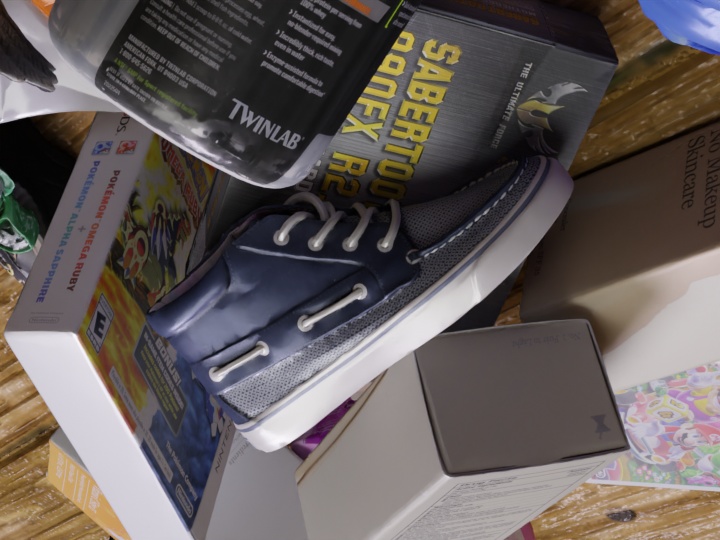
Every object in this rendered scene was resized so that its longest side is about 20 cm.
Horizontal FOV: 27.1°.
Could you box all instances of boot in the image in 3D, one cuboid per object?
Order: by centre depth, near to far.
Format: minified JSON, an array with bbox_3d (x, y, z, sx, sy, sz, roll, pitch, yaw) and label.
[{"bbox_3d":[-0.003,-0.006,0.690,0.200,0.073,0.090,-40,103,10],"label":"boot"},{"bbox_3d":[-0.233,-0.024,0.887,0.150,0.073,0.200,-19,126,34],"label":"boot"}]

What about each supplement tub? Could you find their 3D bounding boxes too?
[{"bbox_3d":[-0.022,-0.144,0.575,0.122,0.123,0.200,30,101,-19],"label":"supplement tub"}]

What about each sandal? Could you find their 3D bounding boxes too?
[{"bbox_3d":[-0.146,-0.120,0.752,0.205,0.059,0.080,-6,114,10],"label":"sandal"}]

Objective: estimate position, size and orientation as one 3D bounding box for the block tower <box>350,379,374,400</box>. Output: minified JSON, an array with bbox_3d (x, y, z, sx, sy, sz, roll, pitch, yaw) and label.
[{"bbox_3d":[0.000,0.000,0.853,0.054,0.058,0.200,-1,140,20],"label":"block tower"}]

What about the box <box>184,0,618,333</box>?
[{"bbox_3d":[0.012,-0.048,0.731,0.158,0.048,0.201,13,125,-14],"label":"box"}]

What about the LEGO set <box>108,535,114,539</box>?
[{"bbox_3d":[-0.109,0.222,1.059,0.115,0.200,0.154,-21,116,27],"label":"LEGO set"}]

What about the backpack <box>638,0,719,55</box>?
[{"bbox_3d":[0.195,-0.130,0.546,0.199,0.163,0.168,15,145,-2],"label":"backpack"}]

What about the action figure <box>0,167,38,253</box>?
[{"bbox_3d":[-0.251,-0.046,0.754,0.199,0.055,0.118,16,147,-36],"label":"action figure"}]

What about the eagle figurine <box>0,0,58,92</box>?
[{"bbox_3d":[-0.194,-0.165,0.655,0.199,0.153,0.151,12,-173,29],"label":"eagle figurine"}]

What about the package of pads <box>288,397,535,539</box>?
[{"bbox_3d":[0.037,0.144,0.999,0.120,0.076,0.200,-3,138,22],"label":"package of pads"}]

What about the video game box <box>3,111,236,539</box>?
[{"bbox_3d":[-0.112,0.026,0.821,0.047,0.183,0.200,-2,139,15],"label":"video game box"}]

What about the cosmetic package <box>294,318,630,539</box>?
[{"bbox_3d":[0.045,0.101,0.785,0.103,0.073,0.200,-5,155,-23],"label":"cosmetic package"}]

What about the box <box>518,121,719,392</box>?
[{"bbox_3d":[0.185,-0.017,0.743,0.199,0.095,0.078,-23,128,36],"label":"box"}]

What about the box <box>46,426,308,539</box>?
[{"bbox_3d":[-0.096,0.152,0.961,0.200,0.098,0.124,40,157,3],"label":"box"}]

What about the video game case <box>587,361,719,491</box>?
[{"bbox_3d":[0.230,0.092,0.918,0.199,0.018,0.144,2,139,16],"label":"video game case"}]
